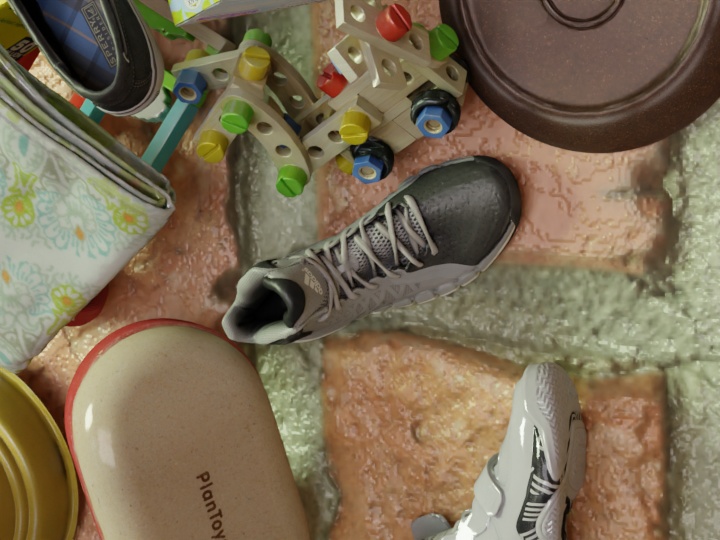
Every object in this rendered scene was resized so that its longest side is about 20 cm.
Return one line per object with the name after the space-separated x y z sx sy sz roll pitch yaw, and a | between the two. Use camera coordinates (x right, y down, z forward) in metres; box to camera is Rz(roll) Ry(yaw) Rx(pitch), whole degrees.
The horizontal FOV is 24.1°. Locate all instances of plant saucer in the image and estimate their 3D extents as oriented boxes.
0.131 -0.167 0.974 0.199 0.034 0.202 5 101 25 | plant saucer

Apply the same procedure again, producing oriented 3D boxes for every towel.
-0.230 -0.036 1.044 0.171 0.048 0.200 39 124 -15 | towel

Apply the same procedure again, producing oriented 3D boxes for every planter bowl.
-0.304 0.157 1.180 0.199 0.083 0.202 8 112 20 | planter bowl

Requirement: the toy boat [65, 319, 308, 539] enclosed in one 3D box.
-0.122 0.127 1.091 0.131 0.130 0.201 19 128 59 | toy boat

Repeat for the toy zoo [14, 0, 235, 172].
-0.185 -0.095 1.106 0.131 0.020 0.201 34 95 16 | toy zoo

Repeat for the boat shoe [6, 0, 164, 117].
-0.182 -0.176 0.955 0.070 0.066 0.201 -29 87 11 | boat shoe

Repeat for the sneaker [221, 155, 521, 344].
0.000 0.000 1.015 0.199 0.115 0.075 -31 86 26 | sneaker

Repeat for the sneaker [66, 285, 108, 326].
-0.270 0.007 1.179 0.199 0.078 0.116 28 134 9 | sneaker

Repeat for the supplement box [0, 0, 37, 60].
-0.189 -0.228 1.044 0.199 0.109 0.110 -33 85 12 | supplement box

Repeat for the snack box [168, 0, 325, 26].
-0.047 -0.254 0.961 0.068 0.168 0.202 -14 91 59 | snack box

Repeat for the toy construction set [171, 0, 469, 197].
-0.015 -0.111 0.990 0.131 0.093 0.200 35 151 -23 | toy construction set

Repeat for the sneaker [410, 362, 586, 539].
0.073 0.151 1.029 0.114 0.075 0.202 5 104 21 | sneaker
